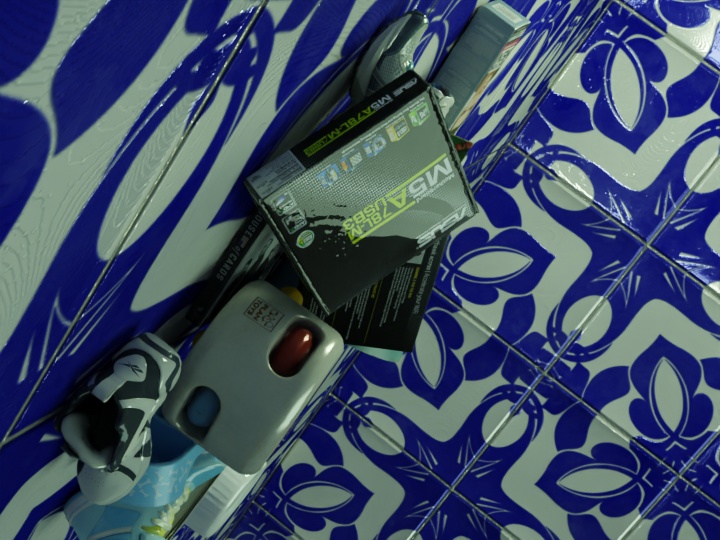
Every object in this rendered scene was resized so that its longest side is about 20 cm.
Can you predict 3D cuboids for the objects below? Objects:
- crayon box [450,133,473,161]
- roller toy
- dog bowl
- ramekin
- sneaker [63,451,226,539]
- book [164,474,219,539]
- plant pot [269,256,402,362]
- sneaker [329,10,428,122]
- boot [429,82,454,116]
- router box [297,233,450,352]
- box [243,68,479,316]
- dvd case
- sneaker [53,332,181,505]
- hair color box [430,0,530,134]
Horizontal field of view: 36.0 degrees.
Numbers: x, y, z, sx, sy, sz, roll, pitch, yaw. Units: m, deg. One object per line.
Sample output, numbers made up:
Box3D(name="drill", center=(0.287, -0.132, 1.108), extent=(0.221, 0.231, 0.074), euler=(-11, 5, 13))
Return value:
Box3D(name="crayon box", center=(0.030, -0.081, 1.264), extent=(0.051, 0.127, 0.200), euler=(-87, -159, -52))
Box3D(name="roller toy", center=(-0.118, 0.107, 1.180), extent=(0.200, 0.140, 0.182), euler=(-54, 178, -2))
Box3D(name="dog bowl", center=(-0.222, 0.189, 1.244), extent=(0.200, 0.111, 0.050), euler=(-40, 153, -62))
Box3D(name="ramekin", center=(-0.264, 0.397, 2.052), extent=(0.201, 0.098, 0.200), euler=(-52, 173, -9))
Box3D(name="sneaker", center=(-0.230, 0.290, 1.288), extent=(0.200, 0.131, 0.080), euler=(-24, 151, -11))
Box3D(name="book", center=(-0.217, 0.276, 1.486), extent=(0.200, 0.048, 0.134), euler=(-51, 179, -22))
Box3D(name="plant pot", center=(0.000, 0.000, 1.438), extent=(0.161, 0.200, 0.201), euler=(-62, 172, 5))
Box3D(name="sneaker", center=(0.031, -0.168, 1.142), extent=(0.200, 0.086, 0.078), euler=(-63, 169, 18))
Box3D(name="boot", center=(0.070, -0.196, 1.435), extent=(0.096, 0.073, 0.200), euler=(-62, 179, 21))
Box3D(name="router box", center=(0.009, 0.001, 1.264), extent=(0.051, 0.149, 0.200), euler=(-91, -167, -49))
Box3D(name="box", center=(0.007, -0.072, 1.102), extent=(0.200, 0.048, 0.193), euler=(-34, 137, -6))
Box3D(name="dvd case", center=(-0.106, -0.034, 1.217), extent=(0.200, 0.025, 0.150), euler=(-55, 173, 16))
Box3D(name="sneaker", center=(-0.247, 0.162, 1.037), extent=(0.199, 0.079, 0.130), euler=(-56, 171, 28))
Box3D(name="hair color box", center=(0.150, -0.276, 1.549), extent=(0.200, 0.061, 0.099), euler=(-55, 173, 27))
